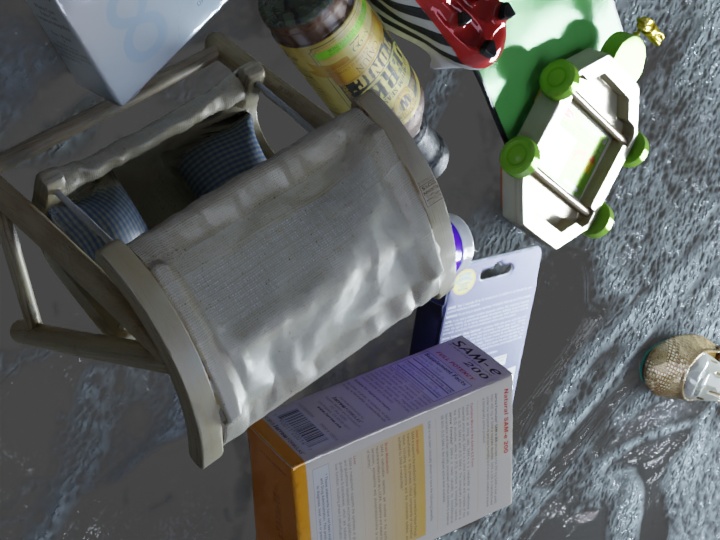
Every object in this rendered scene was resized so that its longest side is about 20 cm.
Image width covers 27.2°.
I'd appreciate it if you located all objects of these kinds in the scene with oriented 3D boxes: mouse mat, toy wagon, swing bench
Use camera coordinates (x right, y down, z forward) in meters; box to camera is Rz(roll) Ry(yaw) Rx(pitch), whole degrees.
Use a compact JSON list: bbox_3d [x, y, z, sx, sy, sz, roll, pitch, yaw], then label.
[{"bbox_3d":[0.156,-0.173,1.200,0.161,0.008,0.200,-49,138,-18],"label":"mouse mat"},{"bbox_3d":[0.187,-0.119,1.228,0.155,0.039,0.201,30,86,-52],"label":"toy wagon"},{"bbox_3d":[-0.083,-0.023,0.856,0.199,0.199,0.130,-34,132,-32],"label":"swing bench"}]

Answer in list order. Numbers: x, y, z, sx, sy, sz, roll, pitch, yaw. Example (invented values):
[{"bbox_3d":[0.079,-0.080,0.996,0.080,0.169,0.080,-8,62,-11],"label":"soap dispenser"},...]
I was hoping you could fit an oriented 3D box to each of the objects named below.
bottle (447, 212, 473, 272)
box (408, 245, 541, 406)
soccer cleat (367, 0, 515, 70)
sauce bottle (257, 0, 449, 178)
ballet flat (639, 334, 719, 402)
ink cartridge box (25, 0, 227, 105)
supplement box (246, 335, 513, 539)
[{"bbox_3d":[0.000,0.000,1.067,0.199,0.065,0.084,-18,123,-42],"label":"bottle"},{"bbox_3d":[0.088,0.076,1.230,0.121,0.032,0.201,-12,119,-45],"label":"box"},{"bbox_3d":[0.018,-0.203,0.985,0.200,0.085,0.069,40,65,-27],"label":"soccer cleat"},{"bbox_3d":[0.004,-0.129,1.008,0.065,0.065,0.200,-56,140,-11],"label":"sauce bottle"},{"bbox_3d":[0.361,0.105,1.527,0.199,0.065,0.071,3,107,-49],"label":"ballet flat"},{"bbox_3d":[-0.132,-0.217,0.821,0.160,0.047,0.200,-48,140,-19],"label":"ink cartridge box"},{"bbox_3d":[0.018,0.146,1.131,0.199,0.073,0.127,-19,123,-27],"label":"supplement box"}]
